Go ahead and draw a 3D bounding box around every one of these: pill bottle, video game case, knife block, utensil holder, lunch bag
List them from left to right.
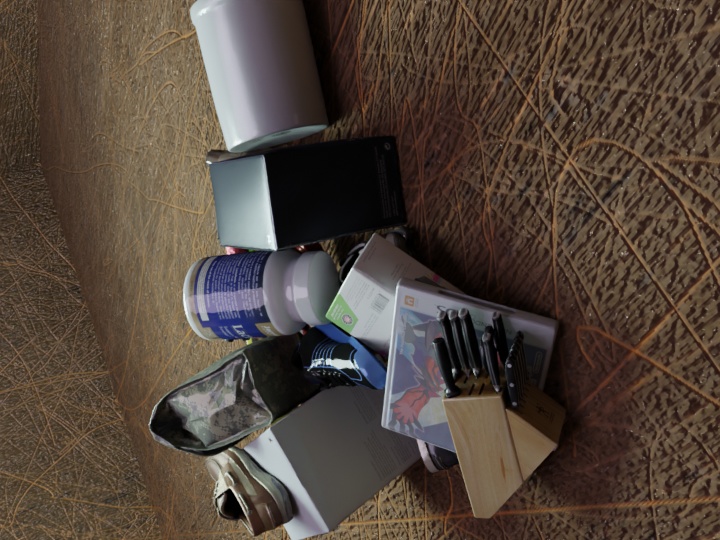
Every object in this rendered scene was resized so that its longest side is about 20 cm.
[{"bbox_3d":[-0.184,0.184,1.111,0.197,0.164,0.120,-27,87,21],"label":"lunch bag"},{"bbox_3d":[-0.132,0.031,1.052,0.195,0.115,0.119,-6,98,26],"label":"pill bottle"},{"bbox_3d":[-0.140,-0.291,1.122,0.169,0.167,0.205,-8,98,60],"label":"utensil holder"},{"bbox_3d":[0.116,0.122,0.878,0.178,0.023,0.205,15,121,18],"label":"video game case"},{"bbox_3d":[0.122,0.147,0.837,0.174,0.064,0.202,35,125,6],"label":"knife block"}]

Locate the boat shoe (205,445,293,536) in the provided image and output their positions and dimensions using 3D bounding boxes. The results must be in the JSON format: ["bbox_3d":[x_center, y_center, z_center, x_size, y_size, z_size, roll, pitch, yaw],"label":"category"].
[{"bbox_3d":[-0.170,0.301,1.067,0.198,0.071,0.077,11,124,53],"label":"boat shoe"}]

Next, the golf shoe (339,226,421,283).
[{"bbox_3d":[0.000,0.000,1.063,0.079,0.093,0.200,66,151,15],"label":"golf shoe"}]

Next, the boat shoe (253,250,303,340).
[{"bbox_3d":[-0.138,0.028,1.299,0.062,0.073,0.205,-9,106,44],"label":"boat shoe"}]

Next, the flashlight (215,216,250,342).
[{"bbox_3d":[-0.198,0.009,1.241,0.067,0.066,0.206,-20,76,61],"label":"flashlight"}]

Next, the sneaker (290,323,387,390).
[{"bbox_3d":[-0.028,0.125,1.008,0.070,0.078,0.199,44,171,-25],"label":"sneaker"}]

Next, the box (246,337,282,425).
[{"bbox_3d":[-0.148,0.150,1.272,0.076,0.049,0.203,64,-174,-54],"label":"box"}]

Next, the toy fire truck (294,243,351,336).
[{"bbox_3d":[-0.068,0.054,1.168,0.167,0.112,0.203,35,151,32],"label":"toy fire truck"}]

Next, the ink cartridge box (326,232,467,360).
[{"bbox_3d":[0.068,0.061,0.942,0.198,0.068,0.118,34,141,2],"label":"ink cartridge box"}]

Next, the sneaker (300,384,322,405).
[{"bbox_3d":[-0.077,0.176,1.274,0.199,0.086,0.076,39,134,48],"label":"sneaker"}]

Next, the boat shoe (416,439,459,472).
[{"bbox_3d":[0.095,0.155,1.011,0.061,0.072,0.205,-18,81,23],"label":"boat shoe"}]

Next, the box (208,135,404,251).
[{"bbox_3d":[-0.076,-0.105,1.048,0.198,0.194,0.127,6,107,58],"label":"box"}]

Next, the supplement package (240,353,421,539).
[{"bbox_3d":[-0.035,0.248,1.088,0.154,0.198,0.151,57,148,6],"label":"supplement package"}]

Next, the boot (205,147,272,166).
[{"bbox_3d":[-0.150,-0.175,1.252,0.143,0.200,0.072,15,117,17],"label":"boot"}]
